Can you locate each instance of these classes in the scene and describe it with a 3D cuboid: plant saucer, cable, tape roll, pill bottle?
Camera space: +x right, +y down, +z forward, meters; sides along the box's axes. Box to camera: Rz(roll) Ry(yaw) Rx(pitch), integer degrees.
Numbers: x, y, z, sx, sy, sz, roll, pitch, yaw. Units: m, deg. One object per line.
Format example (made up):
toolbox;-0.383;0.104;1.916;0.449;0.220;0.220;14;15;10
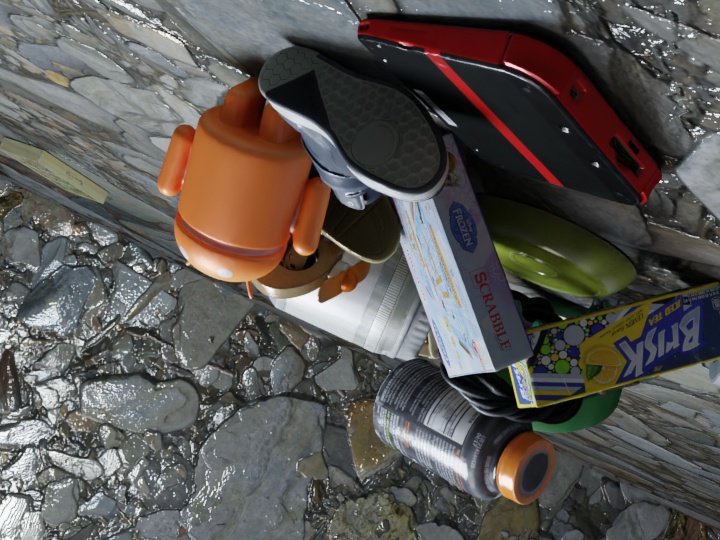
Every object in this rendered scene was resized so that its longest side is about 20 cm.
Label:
plant saucer;0.182;-0.017;1.101;0.197;0.031;0.200;24;171;4
cable;0.172;0.091;1.153;0.197;0.051;0.165;8;-139;-28
tape roll;0.211;0.106;1.269;0.197;0.049;0.202;4;-147;-3
pill bottle;0.114;0.178;1.170;0.199;0.107;0.106;24;173;43

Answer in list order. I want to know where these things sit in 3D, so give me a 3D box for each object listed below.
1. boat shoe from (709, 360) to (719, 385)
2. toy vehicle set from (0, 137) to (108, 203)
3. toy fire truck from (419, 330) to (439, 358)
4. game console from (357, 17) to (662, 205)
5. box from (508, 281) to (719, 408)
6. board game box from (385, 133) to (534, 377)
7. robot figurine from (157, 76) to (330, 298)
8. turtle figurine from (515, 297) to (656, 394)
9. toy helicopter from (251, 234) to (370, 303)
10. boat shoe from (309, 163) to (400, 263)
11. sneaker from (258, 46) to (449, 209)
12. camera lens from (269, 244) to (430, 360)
boat shoe;0.383;0.079;1.040;0.066;0.075;0.200;6;176;11
toy vehicle set;-0.614;-0.200;2.177;0.123;0.027;0.200;19;169;33
toy fire truck;0.099;0.060;1.398;0.198;0.143;0.049;27;171;-13
game console;0.110;-0.115;0.774;0.176;0.031;0.199;25;172;44
box;0.235;0.068;0.989;0.197;0.071;0.064;-14;175;-8
board game box;0.084;-0.004;1.002;0.041;0.203;0.200;-19;176;-9
robot figurine;-0.109;-0.075;1.021;0.142;0.203;0.117;6;-152;-26
turtle figurine;0.249;0.075;1.110;0.197;0.103;0.149;7;179;-19
toy helicopter;-0.024;-0.028;1.134;0.132;0.198;0.080;46;152;38
boat shoe;-0.035;-0.080;1.101;0.200;0.073;0.063;39;176;16
sneaker;0.016;-0.091;0.883;0.202;0.077;0.146;41;173;37
camera lens;0.000;0.000;1.262;0.197;0.162;0.160;24;171;2
